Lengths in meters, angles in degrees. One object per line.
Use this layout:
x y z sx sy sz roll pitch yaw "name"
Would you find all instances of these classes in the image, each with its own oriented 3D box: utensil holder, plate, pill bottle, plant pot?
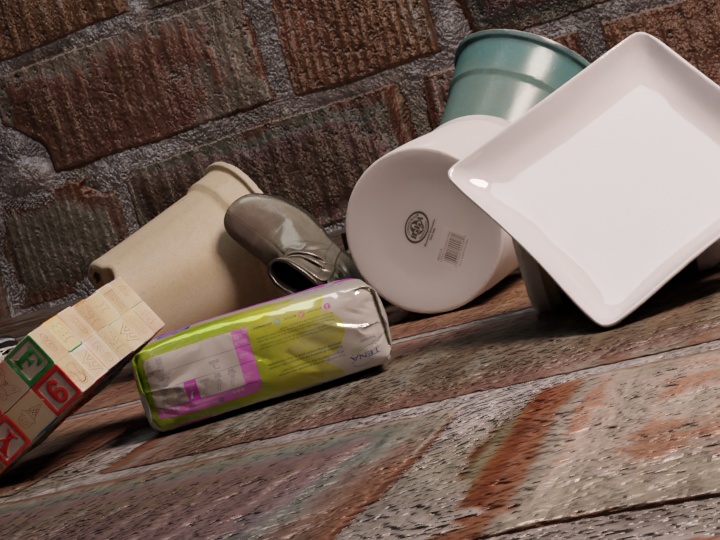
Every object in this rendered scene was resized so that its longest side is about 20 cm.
0.090 -0.057 1.416 0.169 0.171 0.200 -14 6 24 "utensil holder"
0.197 -0.068 1.067 0.199 0.032 0.200 -37 50 -7 "plate"
0.219 -0.044 1.134 0.198 0.112 0.111 -15 4 10 "pill bottle"
0.164 -0.132 1.626 0.200 0.200 0.197 -10 50 54 "plant pot"
-0.190 0.010 1.584 0.183 0.202 0.200 -29 10 -24 "plant pot"

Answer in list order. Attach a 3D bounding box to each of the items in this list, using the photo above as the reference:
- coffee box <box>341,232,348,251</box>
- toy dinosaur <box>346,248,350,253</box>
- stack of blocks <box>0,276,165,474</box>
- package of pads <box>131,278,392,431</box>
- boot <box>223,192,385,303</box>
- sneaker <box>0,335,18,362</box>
0.093 -0.038 1.731 0.199 0.081 0.113 -18 6 -30 "coffee box"
0.000 0.000 1.603 0.199 0.078 0.102 -12 5 39 "toy dinosaur"
-0.239 0.083 1.136 0.115 0.059 0.200 -43 2 16 "stack of blocks"
-0.077 0.062 1.145 0.198 0.069 0.155 -17 3 -3 "package of pads"
-0.066 -0.013 1.441 0.068 0.199 0.131 -60 -11 12 "boot"
-0.410 0.114 1.700 0.071 0.073 0.200 -16 5 -29 "sneaker"
